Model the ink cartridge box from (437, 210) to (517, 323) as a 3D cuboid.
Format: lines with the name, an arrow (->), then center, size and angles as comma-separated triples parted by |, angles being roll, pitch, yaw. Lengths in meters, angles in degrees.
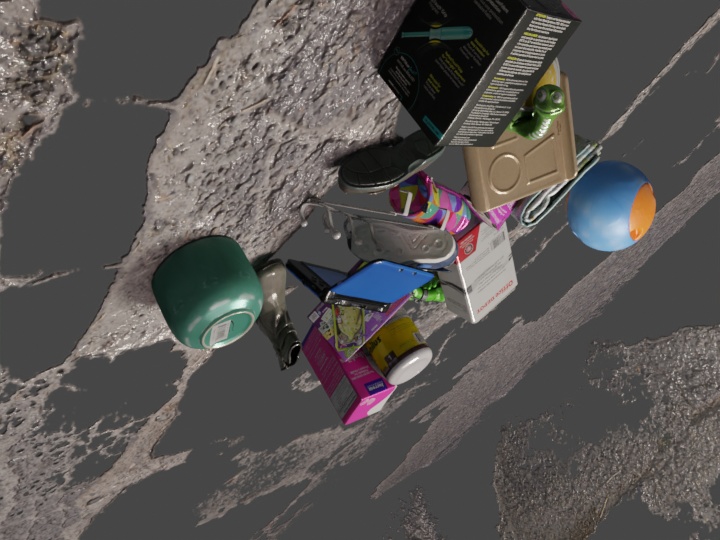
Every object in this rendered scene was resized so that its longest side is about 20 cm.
ink cartridge box -> 0.229, -0.020, 1.414 | 0.143, 0.083, 0.203 | -36, 127, -22

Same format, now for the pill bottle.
pill bottle -> 0.053, 0.120, 1.425 | 0.107, 0.202, 0.110 | -27, 155, -14

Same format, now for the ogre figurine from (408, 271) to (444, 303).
ogre figurine -> 0.188, -0.008, 1.506 | 0.119, 0.097, 0.204 | 29, 82, -50

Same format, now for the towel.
towel -> 0.361, -0.180, 1.352 | 0.200, 0.048, 0.172 | -44, -166, 12

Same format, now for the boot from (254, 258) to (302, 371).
boot -> -0.134, 0.079, 1.199 | 0.067, 0.132, 0.202 | -23, 153, -22

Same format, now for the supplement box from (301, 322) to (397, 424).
supplement box -> -0.027, 0.199, 1.462 | 0.099, 0.202, 0.104 | -13, 149, -38

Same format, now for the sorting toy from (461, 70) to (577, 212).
sorting toy -> 0.260, -0.214, 1.168 | 0.195, 0.037, 0.189 | -19, 112, -10

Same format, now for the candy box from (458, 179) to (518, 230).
candy box -> 0.271, -0.186, 1.266 | 0.202, 0.061, 0.136 | -56, 154, 2

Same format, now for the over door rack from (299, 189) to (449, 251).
over door rack -> 0.021, -0.073, 1.095 | 0.196, 0.069, 0.147 | -2, 173, 31

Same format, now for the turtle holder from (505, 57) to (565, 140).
turtle holder -> 0.214, -0.264, 0.991 | 0.187, 0.137, 0.134 | -70, 174, -52

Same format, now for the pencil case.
pencil case -> 0.128, -0.118, 1.244 | 0.088, 0.089, 0.199 | -42, 156, 18

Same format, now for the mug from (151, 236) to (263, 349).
mug -> -0.214, 0.047, 1.060 | 0.151, 0.116, 0.184 | -40, 155, 11

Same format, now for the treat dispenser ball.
treat dispenser ball -> 0.572, -0.148, 1.612 | 0.198, 0.203, 0.202 | -27, 155, -14

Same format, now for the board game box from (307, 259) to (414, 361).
board game box -> -0.002, 0.068, 1.362 | 0.200, 0.121, 0.032 | -45, 170, 24

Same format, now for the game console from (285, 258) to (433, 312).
game console -> 0.000, 0.000, 1.211 | 0.198, 0.170, 0.120 | 14, 110, -55

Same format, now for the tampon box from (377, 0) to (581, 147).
tampon box -> 0.145, -0.282, 0.890 | 0.124, 0.151, 0.201 | -9, 145, -42

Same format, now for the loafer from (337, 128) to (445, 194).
loafer -> 0.049, -0.157, 1.092 | 0.197, 0.073, 0.063 | -26, 161, -24

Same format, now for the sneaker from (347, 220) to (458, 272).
sneaker -> 0.081, -0.037, 1.278 | 0.194, 0.083, 0.146 | 2, 173, 9
